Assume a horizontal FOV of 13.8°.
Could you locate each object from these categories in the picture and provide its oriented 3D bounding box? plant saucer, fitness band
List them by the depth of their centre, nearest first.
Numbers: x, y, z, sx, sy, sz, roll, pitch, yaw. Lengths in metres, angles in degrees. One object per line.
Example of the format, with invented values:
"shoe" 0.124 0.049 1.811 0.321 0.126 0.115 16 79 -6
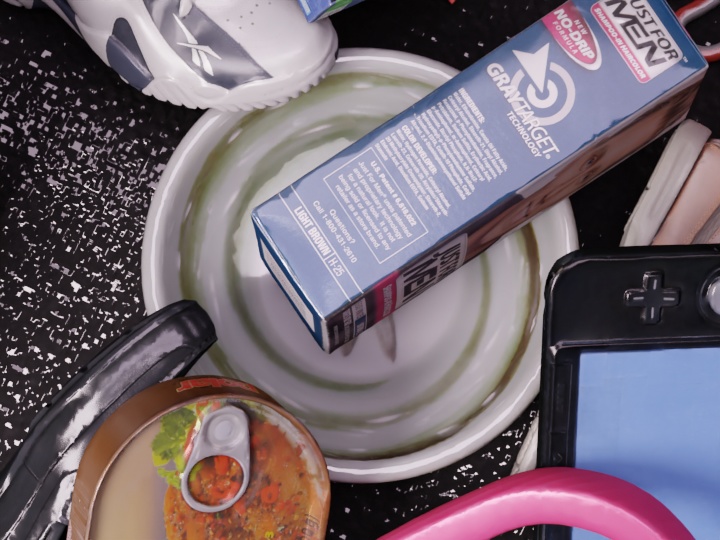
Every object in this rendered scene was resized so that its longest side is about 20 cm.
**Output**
"fitness band" 0.065 0.169 1.305 0.200 0.037 0.144 -28 95 24
"plant saucer" 0.000 0.000 1.367 0.199 0.050 0.201 0 80 0

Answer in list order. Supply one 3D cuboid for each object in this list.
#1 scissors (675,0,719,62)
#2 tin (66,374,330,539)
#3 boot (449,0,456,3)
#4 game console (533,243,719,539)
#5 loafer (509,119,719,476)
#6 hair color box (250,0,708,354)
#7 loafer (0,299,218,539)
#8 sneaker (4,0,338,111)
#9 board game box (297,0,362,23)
"scissors" 0.218 -0.177 1.417 0.200 0.014 0.073 -36 79 -7
"tin" -0.078 0.142 1.302 0.112 0.042 0.201 1 109 -28
"boot" -0.013 -0.187 1.392 0.199 0.072 0.145 -13 82 -5
"game console" 0.170 0.099 1.270 0.175 0.116 0.201 -2 112 -8
"loafer" 0.131 0.030 1.348 0.063 0.072 0.201 25 82 5
"hair color box" 0.051 -0.047 1.299 0.200 0.100 0.061 -34 82 -5
"loafer" -0.124 0.098 1.325 0.070 0.068 0.201 42 104 7
"sneaker" -0.102 -0.156 1.332 0.199 0.130 0.080 33 65 23
"board game box" 0.036 -0.212 1.349 0.199 0.034 0.136 -24 88 -22
